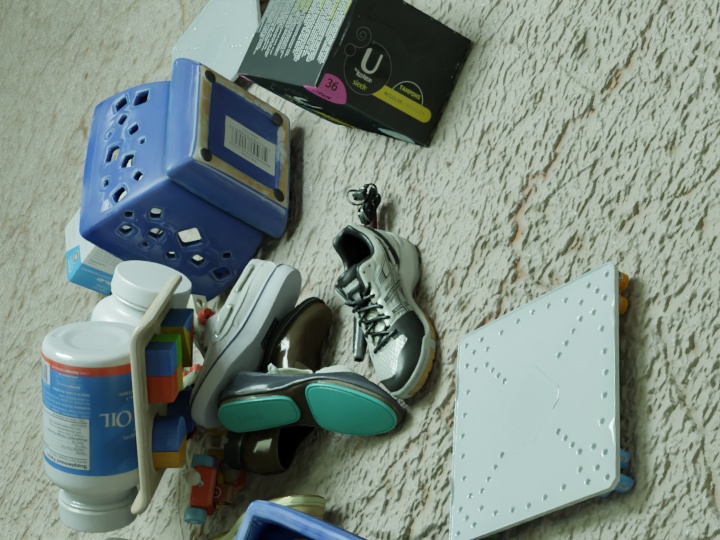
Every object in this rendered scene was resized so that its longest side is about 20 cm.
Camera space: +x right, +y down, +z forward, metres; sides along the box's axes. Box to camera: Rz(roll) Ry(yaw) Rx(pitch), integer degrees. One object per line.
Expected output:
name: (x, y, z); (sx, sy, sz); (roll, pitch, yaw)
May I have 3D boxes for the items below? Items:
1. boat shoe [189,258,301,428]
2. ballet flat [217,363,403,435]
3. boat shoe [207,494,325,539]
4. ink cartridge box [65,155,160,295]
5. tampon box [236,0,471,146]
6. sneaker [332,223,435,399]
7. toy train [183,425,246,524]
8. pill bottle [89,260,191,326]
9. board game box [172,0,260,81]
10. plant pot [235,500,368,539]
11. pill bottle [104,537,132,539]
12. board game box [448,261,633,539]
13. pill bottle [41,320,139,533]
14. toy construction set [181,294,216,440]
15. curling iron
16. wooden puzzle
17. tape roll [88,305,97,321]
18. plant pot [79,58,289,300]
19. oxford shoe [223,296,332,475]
boat shoe: (-0.132, 0.070, 1.680); (0.066, 0.072, 0.200); (18, 65, 22)
ballet flat: (-0.046, 0.120, 1.593); (0.200, 0.073, 0.073); (-4, 63, 25)
boat shoe: (-0.099, 0.282, 1.615); (0.200, 0.074, 0.067); (-39, 52, 41)
ink cartridge box: (-0.324, -0.077, 2.220); (0.200, 0.067, 0.116); (-48, 34, 29)
tampon box: (-0.010, -0.227, 1.738); (0.200, 0.150, 0.126); (22, 88, 60)
sneaker: (0.013, 0.038, 1.580); (0.076, 0.088, 0.200); (-45, 37, 29)
toy train: (-0.142, 0.182, 1.716); (0.150, 0.055, 0.200); (93, -176, -63)
pill bottle: (-0.247, 0.097, 1.773); (0.112, 0.112, 0.200); (49, 128, 58)
board game box: (-0.187, -0.294, 2.181); (0.200, 0.026, 0.200); (-45, 36, 33)
plant pot: (-0.006, 0.317, 1.321); (0.200, 0.180, 0.200); (5, 74, 60)
pill bottle: (-0.244, 0.392, 1.718); (0.111, 0.111, 0.200); (-13, 59, 54)
board game box: (0.151, 0.117, 1.365); (0.200, 0.026, 0.200); (-31, 45, 46)
pill bottle: (-0.271, 0.162, 1.680); (0.112, 0.112, 0.200); (-142, 49, -59)
toy construction set: (-0.204, 0.121, 1.877); (0.200, 0.092, 0.131); (-51, 31, 45)
curling iron: (0.000, 0.000, 1.671); (0.026, 0.050, 0.200); (-11, 63, 31)
wooden puzzle: (-0.192, 0.121, 1.636); (0.185, 0.046, 0.200); (-77, -10, -75)
tape roll: (-0.309, 0.140, 1.964); (0.200, 0.048, 0.201); (12, -90, -90)
plant pot: (-0.192, -0.114, 1.902); (0.180, 0.200, 0.200); (-31, 44, 35)
oxford shoe: (-0.062, 0.122, 1.678); (0.084, 0.073, 0.200); (9, 68, 30)
